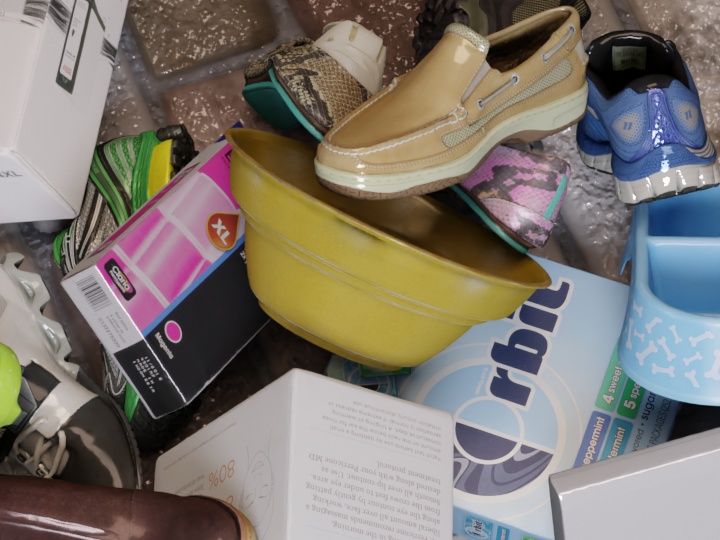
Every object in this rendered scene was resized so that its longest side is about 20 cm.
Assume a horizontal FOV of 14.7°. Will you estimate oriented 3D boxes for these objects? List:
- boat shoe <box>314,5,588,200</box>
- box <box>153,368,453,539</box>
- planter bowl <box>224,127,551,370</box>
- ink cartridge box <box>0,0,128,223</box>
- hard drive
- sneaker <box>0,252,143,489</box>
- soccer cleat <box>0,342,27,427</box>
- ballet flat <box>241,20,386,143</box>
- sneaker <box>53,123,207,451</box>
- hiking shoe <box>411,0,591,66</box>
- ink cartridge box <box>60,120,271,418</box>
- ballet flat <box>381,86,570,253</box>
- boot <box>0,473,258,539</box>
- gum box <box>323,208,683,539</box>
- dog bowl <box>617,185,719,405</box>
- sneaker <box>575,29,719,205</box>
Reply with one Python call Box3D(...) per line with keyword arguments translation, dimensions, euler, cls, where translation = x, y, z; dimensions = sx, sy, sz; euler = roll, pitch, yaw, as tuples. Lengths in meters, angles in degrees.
Box3D(translation=(0.050, -0.100, 1.541), dimensions=(0.072, 0.076, 0.200), euler=(25, 36, 33), cls="boat shoe")
Box3D(translation=(-0.034, 0.178, 1.486), dimensions=(0.106, 0.152, 0.201), euler=(18, 59, -29), cls="box")
Box3D(translation=(0.000, 0.000, 1.560), dimensions=(0.200, 0.200, 0.084), euler=(26, 100, 12), cls="planter bowl")
Box3D(translation=(-0.227, -0.130, 1.670), dimensions=(0.146, 0.084, 0.201), euler=(-3, 61, 26), cls="ink cartridge box")
Box3D(translation=(0.206, 0.143, 1.542), dimensions=(0.199, 0.132, 0.027), euler=(-15, 34, -9), cls="hard drive")
Box3D(translation=(-0.197, 0.077, 1.581), dimensions=(0.088, 0.074, 0.200), euler=(-6, 48, -42), cls="sneaker")
Box3D(translation=(-0.266, 0.093, 1.532), dimensions=(0.200, 0.081, 0.068), euler=(-39, 45, 29), cls="soccer cleat")
Box3D(translation=(-0.021, -0.115, 1.636), dimensions=(0.068, 0.200, 0.075), euler=(43, 87, -14), cls="ballet flat")
Box3D(translation=(-0.135, 0.014, 1.639), dimensions=(0.085, 0.078, 0.201), euler=(-9, 61, 15), cls="sneaker")
Box3D(translation=(0.093, -0.181, 1.746), dimensions=(0.100, 0.076, 0.200), euler=(26, 52, -18), cls="hiking shoe")
Box3D(translation=(-0.084, -0.008, 1.596), dimensions=(0.095, 0.037, 0.200), euler=(56, 39, -11), cls="ink cartridge box")
Box3D(translation=(0.061, -0.076, 1.646), dimensions=(0.071, 0.069, 0.200), euler=(-53, 40, 0), cls="ballet flat")
Box3D(translation=(-0.168, 0.136, 1.444), dimensions=(0.166, 0.200, 0.073), euler=(20, 74, -40), cls="boot")
Box3D(translation=(0.083, 0.072, 1.620), dimensions=(0.199, 0.045, 0.170), euler=(18, 64, 9), cls="gum box")
Box3D(translation=(0.202, 0.002, 1.586), dimensions=(0.111, 0.050, 0.200), euler=(1, 30, 6), cls="dog bowl")
Box3D(translation=(0.166, -0.102, 1.642), dimensions=(0.078, 0.200, 0.089), euler=(-11, 103, -4), cls="sneaker")
